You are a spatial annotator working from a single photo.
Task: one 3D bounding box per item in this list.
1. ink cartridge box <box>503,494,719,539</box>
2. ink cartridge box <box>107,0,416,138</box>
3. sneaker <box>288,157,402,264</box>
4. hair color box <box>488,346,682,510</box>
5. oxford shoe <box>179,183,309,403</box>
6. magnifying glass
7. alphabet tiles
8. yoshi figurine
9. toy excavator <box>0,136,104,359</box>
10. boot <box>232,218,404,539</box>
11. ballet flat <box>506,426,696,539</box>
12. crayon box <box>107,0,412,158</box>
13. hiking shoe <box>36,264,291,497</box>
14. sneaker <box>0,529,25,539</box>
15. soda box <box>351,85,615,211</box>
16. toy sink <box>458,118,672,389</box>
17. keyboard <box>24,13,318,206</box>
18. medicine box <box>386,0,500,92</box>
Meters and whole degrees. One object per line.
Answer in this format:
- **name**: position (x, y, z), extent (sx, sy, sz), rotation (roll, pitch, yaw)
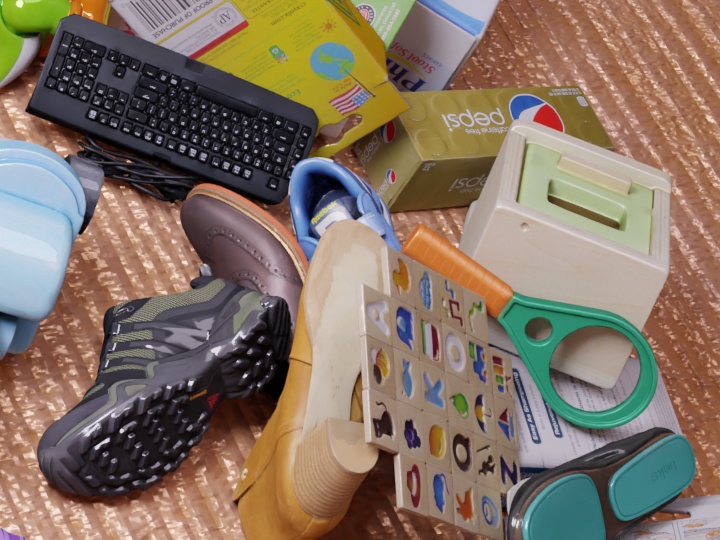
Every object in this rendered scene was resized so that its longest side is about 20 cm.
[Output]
- **ink cartridge box**: position (0.193, 0.201, 1.420), extent (0.199, 0.045, 0.176), rotation (-7, 14, 5)
- **ink cartridge box**: position (-0.078, -0.203, 1.602), extent (0.199, 0.146, 0.084), rotation (20, 36, -18)
- **sneaker**: position (0.000, 0.000, 1.505), extent (0.082, 0.074, 0.200), rotation (52, 6, -48)
- **hair color box**: position (0.128, 0.112, 1.532), extent (0.199, 0.061, 0.100), rotation (6, 51, -30)
- **oxford shoe**: position (-0.068, 0.025, 1.475), extent (0.072, 0.071, 0.200), rotation (-27, 68, -34)
- **magnifying glass**: position (0.114, 0.035, 1.485), extent (0.200, 0.080, 0.022), rotation (35, 14, -8)
- **alphabet tiles**: position (0.052, 0.080, 1.384), extent (0.200, 0.006, 0.167), rotation (27, 55, -55)
- **yoshi figurine**: position (-0.279, -0.205, 1.516), extent (0.199, 0.113, 0.112), rotation (7, 34, -25)
- **toy excavator**: position (-0.230, 0.026, 1.330), extent (0.099, 0.195, 0.200), rotation (20, 17, -18)
- **boot**: position (-0.035, 0.080, 1.389), extent (0.070, 0.144, 0.202), rotation (18, 52, -21)
- **ballet flat**: position (0.142, 0.154, 1.424), extent (0.199, 0.068, 0.068), rotation (-16, 95, -47)
- **crayon box**: position (-0.069, -0.163, 1.547), extent (0.200, 0.127, 0.051), rotation (50, 21, -32)
- **hiking shoe**: position (-0.139, 0.070, 1.397), extent (0.100, 0.076, 0.200), rotation (26, 46, 36)
- **sneaker**: position (-0.175, 0.183, 1.233), extent (0.199, 0.083, 0.081), rotation (23, 58, -15)
- **soda box**: position (0.096, -0.095, 1.690), extent (0.199, 0.064, 0.068), rotation (-6, 57, -37)
- **toy sink**: position (0.147, -0.027, 1.577), extent (0.130, 0.112, 0.200), rotation (22, 27, -1)
- **keyboard**: position (-0.130, -0.096, 1.515), extent (0.199, 0.105, 0.040), rotation (20, 5, -18)
- **medicine box**: position (0.025, -0.253, 1.751), extent (0.182, 0.103, 0.200), rotation (32, 42, -6)
